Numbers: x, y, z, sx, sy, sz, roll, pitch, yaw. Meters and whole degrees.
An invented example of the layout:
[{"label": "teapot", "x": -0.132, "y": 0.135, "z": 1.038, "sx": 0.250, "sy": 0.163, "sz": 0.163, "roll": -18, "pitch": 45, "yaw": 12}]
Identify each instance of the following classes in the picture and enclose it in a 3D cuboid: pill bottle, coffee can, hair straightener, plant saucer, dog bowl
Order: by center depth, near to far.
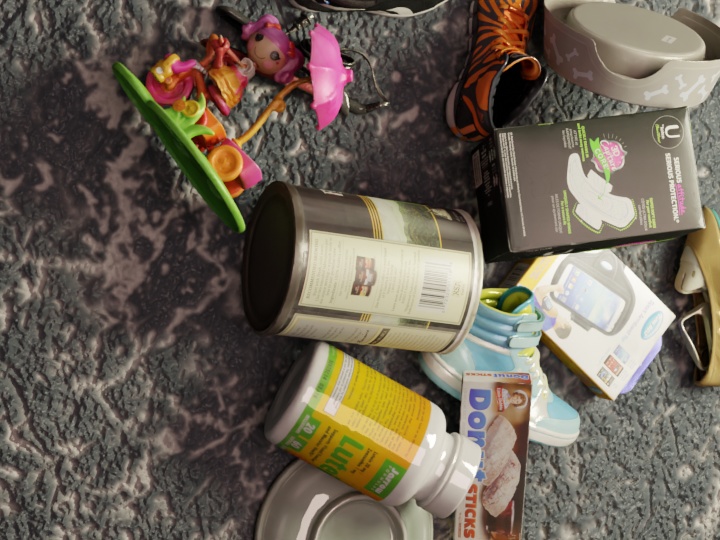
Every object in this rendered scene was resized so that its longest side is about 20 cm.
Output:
[{"label": "coffee can", "x": 0.000, "y": 0.000, "z": 1.691, "sx": 0.198, "sy": 0.146, "sz": 0.148, "roll": 8, "pitch": 92, "yaw": -23}, {"label": "hair straightener", "x": -0.055, "y": -0.214, "z": 1.703, "sx": 0.198, "sy": 0.041, "sz": 0.078, "roll": 24, "pitch": 85, "yaw": -17}, {"label": "pill bottle", "x": 0.015, "y": 0.162, "z": 1.711, "sx": 0.199, "sy": 0.111, "sz": 0.112, "roll": 30, "pitch": 83, "yaw": -10}, {"label": "plant saucer", "x": -0.009, "y": 0.276, "z": 1.764, "sx": 0.198, "sy": 0.050, "sz": 0.203, "roll": -2, "pitch": 96, "yaw": -22}, {"label": "dog bowl", "x": 0.276, "y": -0.226, "z": 1.765, "sx": 0.198, "sy": 0.200, "sz": 0.059, "roll": 0, "pitch": 120, "yaw": -22}]

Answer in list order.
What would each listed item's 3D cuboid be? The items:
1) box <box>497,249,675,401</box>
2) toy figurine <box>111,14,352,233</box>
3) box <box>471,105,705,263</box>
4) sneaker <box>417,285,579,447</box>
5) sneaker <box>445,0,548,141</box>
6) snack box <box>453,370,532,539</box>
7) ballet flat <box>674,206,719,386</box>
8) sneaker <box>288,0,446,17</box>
[{"label": "box", "x": 0.248, "y": 0.044, "z": 1.855, "sx": 0.200, "sy": 0.041, "sz": 0.119, "roll": 42, "pitch": 79, "yaw": -18}, {"label": "toy figurine", "x": -0.103, "y": -0.169, "z": 1.629, "sx": 0.184, "sy": 0.150, "sz": 0.200, "roll": -38, "pitch": 78, "yaw": -9}, {"label": "box", "x": 0.224, "y": -0.083, "z": 1.743, "sx": 0.197, "sy": 0.149, "sz": 0.126, "roll": -6, "pitch": 86, "yaw": -6}, {"label": "sneaker", "x": 0.172, "y": 0.093, "z": 1.788, "sx": 0.199, "sy": 0.080, "sz": 0.131, "roll": 28, "pitch": 106, "yaw": -23}, {"label": "sneaker", "x": 0.155, "y": -0.226, "z": 1.750, "sx": 0.077, "sy": 0.112, "sz": 0.202, "roll": 15, "pitch": 85, "yaw": -22}, {"label": "snack box", "x": 0.135, "y": 0.194, "z": 1.778, "sx": 0.071, "sy": 0.024, "sz": 0.202, "roll": 3, "pitch": 118, "yaw": 3}, {"label": "ballet flat", "x": 0.375, "y": 0.033, "z": 1.894, "sx": 0.062, "sy": 0.069, "sz": 0.202, "roll": -14, "pitch": 99, "yaw": -6}, {"label": "sneaker", "x": 0.033, "y": -0.283, "z": 1.697, "sx": 0.198, "sy": 0.112, "sz": 0.074, "roll": -10, "pitch": 99, "yaw": -21}]
